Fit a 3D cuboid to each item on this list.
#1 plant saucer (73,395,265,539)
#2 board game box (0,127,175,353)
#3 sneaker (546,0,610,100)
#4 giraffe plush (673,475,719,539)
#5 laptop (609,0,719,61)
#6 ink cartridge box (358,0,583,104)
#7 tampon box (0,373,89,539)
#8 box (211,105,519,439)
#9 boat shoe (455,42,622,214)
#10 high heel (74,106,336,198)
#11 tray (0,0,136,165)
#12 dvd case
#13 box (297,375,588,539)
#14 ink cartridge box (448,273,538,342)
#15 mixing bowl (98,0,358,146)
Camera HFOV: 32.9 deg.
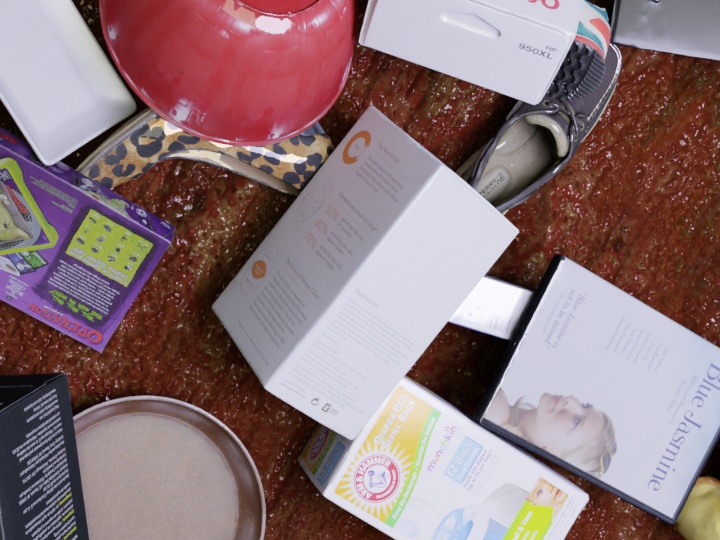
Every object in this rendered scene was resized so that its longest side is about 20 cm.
[{"bbox_3d":[-0.174,0.196,0.963,0.197,0.034,0.204,-2,97,-13],"label":"plant saucer"},{"bbox_3d":[-0.249,-0.032,0.892,0.198,0.032,0.121,30,114,-16],"label":"board game box"},{"bbox_3d":[0.107,-0.209,0.973,0.197,0.071,0.094,22,48,5],"label":"sneaker"},{"bbox_3d":[0.347,0.161,0.997,0.170,0.199,0.165,15,101,28],"label":"giraffe plush"},{"bbox_3d":[0.312,-0.264,1.020,0.199,0.115,0.191,1,99,-56],"label":"laptop"},{"bbox_3d":[0.093,-0.240,0.891,0.142,0.085,0.202,18,59,-2],"label":"ink cartridge box"},{"bbox_3d":[-0.285,0.188,0.860,0.147,0.126,0.204,-4,99,13],"label":"tampon box"},{"bbox_3d":[0.000,0.000,0.912,0.097,0.124,0.201,35,97,-36],"label":"box"},{"bbox_3d":[0.151,-0.111,0.991,0.073,0.065,0.201,40,85,-12],"label":"boat shoe"},{"bbox_3d":[-0.113,-0.068,0.928,0.199,0.071,0.144,-34,105,-11],"label":"high heel"},{"bbox_3d":[-0.251,-0.179,0.879,0.202,0.022,0.107,59,42,-11],"label":"tray"},{"bbox_3d":[0.200,0.096,0.957,0.198,0.018,0.144,28,89,-17],"label":"dvd case"},{"bbox_3d":[0.063,0.167,0.985,0.199,0.101,0.113,34,88,-16],"label":"box"},{"bbox_3d":[0.140,0.038,0.993,0.197,0.094,0.045,18,93,-15],"label":"ink cartridge box"},{"bbox_3d":[-0.078,-0.203,0.866,0.197,0.108,0.204,6,73,-21],"label":"mixing bowl"}]
